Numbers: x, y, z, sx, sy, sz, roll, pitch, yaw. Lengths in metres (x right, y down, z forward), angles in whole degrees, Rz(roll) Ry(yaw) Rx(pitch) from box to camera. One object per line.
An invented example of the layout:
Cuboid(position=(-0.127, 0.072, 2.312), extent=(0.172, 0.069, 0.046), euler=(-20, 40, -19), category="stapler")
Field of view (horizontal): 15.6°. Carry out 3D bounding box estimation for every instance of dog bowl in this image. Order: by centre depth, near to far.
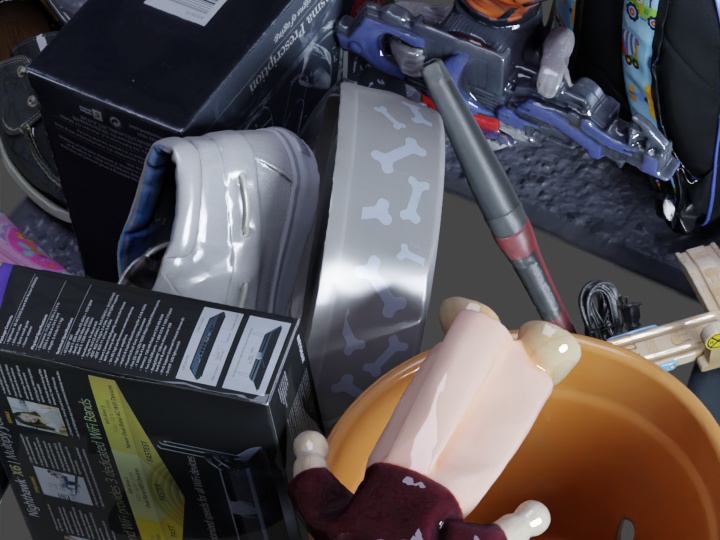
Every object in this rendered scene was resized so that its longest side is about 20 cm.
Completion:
Cuboid(position=(0.000, 0.000, 1.357), extent=(0.059, 0.200, 0.200), euler=(8, 50, -5), category="dog bowl")

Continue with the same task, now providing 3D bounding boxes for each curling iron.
Cuboid(position=(0.086, -0.027, 1.388), extent=(0.050, 0.200, 0.026), euler=(-41, 16, -19), category="curling iron")

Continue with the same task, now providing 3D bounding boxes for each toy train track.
Cuboid(position=(0.157, 0.033, 1.360), extent=(0.200, 0.033, 0.115), euler=(-16, 52, -10), category="toy train track")

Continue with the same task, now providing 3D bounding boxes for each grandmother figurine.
Cuboid(position=(0.022, 0.099, 1.174), extent=(0.121, 0.061, 0.200), euler=(10, 49, 26), category="grandmother figurine")

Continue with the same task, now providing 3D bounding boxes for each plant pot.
Cuboid(position=(0.080, 0.149, 1.252), extent=(0.200, 0.140, 0.200), euler=(-3, 49, 3), category="plant pot")

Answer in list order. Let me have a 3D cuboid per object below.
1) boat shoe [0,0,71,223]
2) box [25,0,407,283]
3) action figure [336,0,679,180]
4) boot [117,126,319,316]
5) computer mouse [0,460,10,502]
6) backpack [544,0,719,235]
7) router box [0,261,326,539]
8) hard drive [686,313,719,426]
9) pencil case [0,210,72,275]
Cuboid(position=(-0.186, -0.105, 1.542), extent=(0.072, 0.068, 0.200), euler=(-20, 53, -13), category="boat shoe")
Cuboid(position=(-0.071, -0.095, 1.444), extent=(0.104, 0.182, 0.200), euler=(22, 57, 23), category="box")
Cuboid(position=(0.100, -0.134, 1.384), extent=(0.200, 0.194, 0.105), euler=(29, 42, 13), category="action figure")
Cuboid(position=(-0.088, 0.022, 1.333), extent=(0.095, 0.200, 0.074), euler=(-2, 20, -39), category="boot")
Cuboid(position=(-0.207, 0.143, 1.314), extent=(0.140, 0.046, 0.200), euler=(48, 49, -9), category="computer mouse")
Cuboid(position=(0.185, -0.153, 1.449), extent=(0.134, 0.200, 0.183), euler=(-23, 48, -17), category="backpack")
Cuboid(position=(-0.098, 0.085, 1.285), extent=(0.157, 0.200, 0.052), euler=(11, 56, 14), category="router box")
Cuboid(position=(0.247, 0.057, 1.380), extent=(0.139, 0.033, 0.200), euler=(12, 53, 16), category="hard drive")
Cuboid(position=(-0.192, 0.018, 1.427), extent=(0.087, 0.087, 0.200), euler=(-39, 55, -24), category="pencil case")
